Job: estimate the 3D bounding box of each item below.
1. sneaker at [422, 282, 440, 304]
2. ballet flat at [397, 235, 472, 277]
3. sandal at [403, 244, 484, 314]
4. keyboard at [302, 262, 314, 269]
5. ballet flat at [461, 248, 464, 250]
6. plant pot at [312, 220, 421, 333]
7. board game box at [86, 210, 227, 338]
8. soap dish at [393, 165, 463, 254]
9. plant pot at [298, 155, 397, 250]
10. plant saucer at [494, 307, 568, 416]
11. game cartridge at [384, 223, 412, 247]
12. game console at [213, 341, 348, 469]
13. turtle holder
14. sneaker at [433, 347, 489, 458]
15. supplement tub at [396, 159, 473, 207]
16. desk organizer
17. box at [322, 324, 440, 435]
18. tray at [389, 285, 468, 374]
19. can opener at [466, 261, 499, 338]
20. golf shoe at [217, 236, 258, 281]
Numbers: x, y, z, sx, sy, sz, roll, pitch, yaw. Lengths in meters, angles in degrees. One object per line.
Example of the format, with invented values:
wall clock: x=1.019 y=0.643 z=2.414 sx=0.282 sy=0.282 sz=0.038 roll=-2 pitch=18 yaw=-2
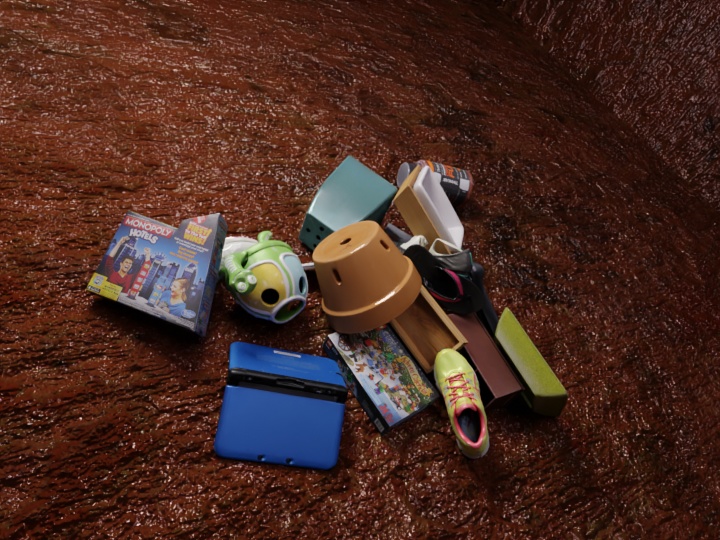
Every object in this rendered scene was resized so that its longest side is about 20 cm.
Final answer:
sneaker: x=0.167 y=0.037 z=1.165 sx=0.074 sy=0.085 sz=0.199 roll=16 pitch=10 yaw=36
ballet flat: x=0.147 y=-0.038 z=1.112 sx=0.198 sy=0.069 sz=0.068 roll=11 pitch=9 yaw=20
sandal: x=0.166 y=0.025 z=1.047 sx=0.199 sy=0.075 sz=0.045 roll=38 pitch=14 yaw=-6
keyboard: x=-0.054 y=-0.018 z=1.081 sx=0.198 sy=0.011 sz=0.056 roll=-7 pitch=10 yaw=-21
ballet flat: x=0.218 y=-0.045 z=1.282 sx=0.062 sy=0.068 sz=0.201 roll=-18 pitch=52 yaw=-12
plant pot: x=0.000 y=0.000 z=0.974 sx=0.141 sy=0.199 sz=0.200 roll=63 pitch=36 yaw=-24
board game box: x=-0.320 y=-0.016 z=0.879 sx=0.198 sy=0.062 sz=0.201 roll=20 pitch=73 yaw=6
soap dish: x=0.158 y=-0.128 z=1.182 sx=0.201 sy=0.081 sz=0.158 roll=56 pitch=27 yaw=-16
plant pot: x=-0.040 y=-0.124 z=1.153 sx=0.141 sy=0.142 sz=0.200 roll=35 pitch=49 yaw=6
plant saucer: x=0.331 y=0.198 z=1.043 sx=0.048 sy=0.200 sz=0.201 roll=-29 pitch=60 yaw=0
game cartridge: x=0.086 y=-0.022 z=1.195 sx=0.133 sy=0.041 sz=0.200 roll=34 pitch=42 yaw=-2
game console: x=-0.132 y=0.219 z=0.858 sx=0.198 sy=0.119 sz=0.171 roll=14 pitch=13 yaw=-17
turtle holder: x=-0.163 y=0.015 z=0.916 sx=0.140 sy=0.186 sz=0.132 roll=-31 pitch=68 yaw=-17
sneaker: x=0.187 y=0.232 z=0.930 sx=0.078 sy=0.090 sz=0.201 roll=-20 pitch=68 yaw=4
supplement tub: x=0.202 y=-0.241 z=1.414 sx=0.198 sy=0.107 sz=0.108 roll=8 pitch=46 yaw=-23
desk organizer: x=0.237 y=0.182 z=1.058 sx=0.076 sy=0.072 sz=0.201 roll=-8 pitch=54 yaw=-31
box: x=0.038 y=0.188 z=0.966 sx=0.136 sy=0.038 sz=0.200 roll=-18 pitch=60 yaw=-39
tray: x=0.117 y=0.098 z=1.049 sx=0.201 sy=0.099 sz=0.037 roll=53 pitch=18 yaw=23
can opener: x=0.262 y=0.062 z=1.154 sx=0.078 sy=0.063 sz=0.201 roll=-29 pitch=98 yaw=-9
golf shoe: x=-0.272 y=-0.010 z=0.967 sx=0.198 sy=0.075 sz=0.092 roll=-9 pitch=62 yaw=-25
